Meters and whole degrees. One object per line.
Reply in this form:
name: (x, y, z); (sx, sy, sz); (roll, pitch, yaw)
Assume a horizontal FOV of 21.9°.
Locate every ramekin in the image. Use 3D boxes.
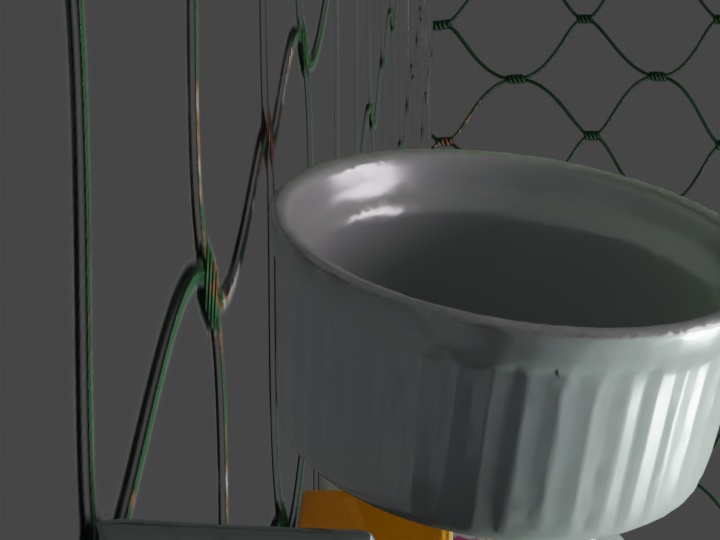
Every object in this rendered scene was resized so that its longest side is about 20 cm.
ramekin: (0.059, 0.027, 0.757); (0.201, 0.200, 0.098); (-81, 177, -68)

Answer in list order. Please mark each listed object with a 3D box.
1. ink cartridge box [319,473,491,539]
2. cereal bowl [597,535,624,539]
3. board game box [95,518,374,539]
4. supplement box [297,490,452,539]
ink cartridge box: (0.055, 0.142, 1.023); (0.145, 0.147, 0.200); (-25, 115, -84)
cereal bowl: (0.085, 0.232, 1.142); (0.083, 0.200, 0.200); (-4, 94, -78)
board game box: (-0.026, 0.171, 0.425); (0.148, 0.064, 0.200); (82, 10, -70)
supplement box: (0.008, 0.216, 0.852); (0.126, 0.073, 0.200); (-84, 173, -55)
